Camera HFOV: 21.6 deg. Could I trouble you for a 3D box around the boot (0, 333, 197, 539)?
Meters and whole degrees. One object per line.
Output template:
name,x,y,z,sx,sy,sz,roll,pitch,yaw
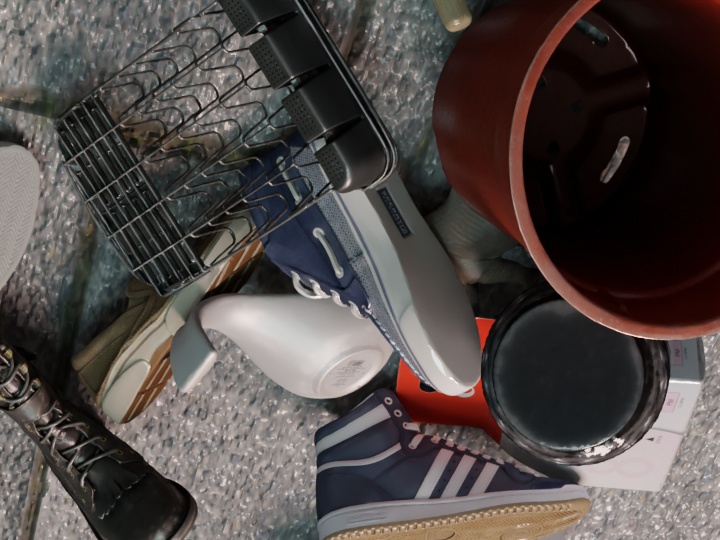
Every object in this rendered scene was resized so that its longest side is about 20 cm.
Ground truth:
boot,-0.212,0.112,1.308,0.069,0.200,0.174,-47,128,-12

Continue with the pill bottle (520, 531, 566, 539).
pill bottle,0.060,0.253,1.439,0.199,0.113,0.113,-24,125,22

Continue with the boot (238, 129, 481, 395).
boot,0.000,0.000,1.215,0.090,0.073,0.201,-30,81,32

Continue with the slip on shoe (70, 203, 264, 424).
slip on shoe,-0.132,0.020,1.292,0.061,0.076,0.200,44,124,10

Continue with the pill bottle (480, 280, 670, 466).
pill bottle,0.132,0.059,1.141,0.111,0.200,0.112,0,89,10

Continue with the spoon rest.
spoon rest,-0.051,0.047,1.272,0.200,0.061,0.099,4,134,-49

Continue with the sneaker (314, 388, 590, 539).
sneaker,0.062,0.141,1.356,0.199,0.109,0.070,-4,149,-12

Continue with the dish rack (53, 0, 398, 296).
dish rack,-0.093,-0.079,1.175,0.200,0.055,0.154,-31,92,33

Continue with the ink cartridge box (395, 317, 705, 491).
ink cartridge box,0.126,0.094,1.317,0.199,0.057,0.163,0,147,-3

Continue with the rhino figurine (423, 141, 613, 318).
rhino figurine,0.081,-0.020,1.243,0.087,0.060,0.200,20,135,-14

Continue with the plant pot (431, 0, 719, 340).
plant pot,0.141,-0.078,1.071,0.200,0.195,0.202,-3,101,-17

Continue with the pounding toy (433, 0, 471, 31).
pounding toy,0.001,-0.261,0.962,0.199,0.184,0.142,24,128,-16

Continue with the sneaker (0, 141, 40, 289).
sneaker,-0.292,-0.006,1.268,0.074,0.115,0.201,21,95,-42
